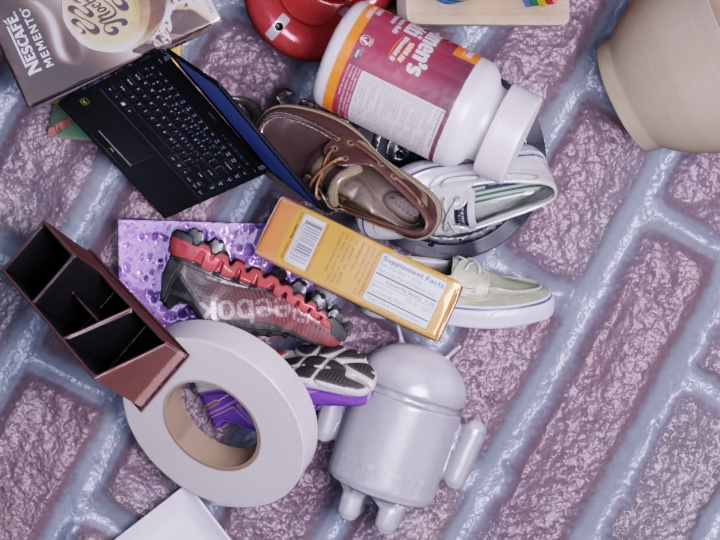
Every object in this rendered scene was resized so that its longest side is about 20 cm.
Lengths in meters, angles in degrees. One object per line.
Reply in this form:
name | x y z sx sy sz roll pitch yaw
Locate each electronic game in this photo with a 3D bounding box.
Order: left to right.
electronic game | 0.089 -0.110 1.632 0.199 0.042 0.201 0 100 0

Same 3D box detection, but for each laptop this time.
laptop | -0.159 -0.109 1.509 0.199 0.104 0.177 -22 131 22

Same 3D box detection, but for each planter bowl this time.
planter bowl | 0.316 -0.198 1.586 0.134 0.200 0.201 -24 97 24

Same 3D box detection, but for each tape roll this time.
tape roll | -0.138 0.142 1.575 0.202 0.037 0.204 12 124 19

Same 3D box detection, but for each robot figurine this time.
robot figurine | 0.038 0.159 1.611 0.169 0.113 0.201 18 92 5

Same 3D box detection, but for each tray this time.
tray | -0.223 0.318 1.645 0.200 0.022 0.108 -37 97 -2

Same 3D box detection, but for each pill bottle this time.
pill bottle | 0.064 -0.166 1.525 0.199 0.110 0.110 26 91 6

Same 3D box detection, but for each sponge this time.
sponge | -0.146 0.006 1.626 0.199 0.030 0.112 1 94 -6

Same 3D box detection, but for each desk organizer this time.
desk organizer | -0.255 0.040 1.535 0.072 0.200 0.077 -49 140 0

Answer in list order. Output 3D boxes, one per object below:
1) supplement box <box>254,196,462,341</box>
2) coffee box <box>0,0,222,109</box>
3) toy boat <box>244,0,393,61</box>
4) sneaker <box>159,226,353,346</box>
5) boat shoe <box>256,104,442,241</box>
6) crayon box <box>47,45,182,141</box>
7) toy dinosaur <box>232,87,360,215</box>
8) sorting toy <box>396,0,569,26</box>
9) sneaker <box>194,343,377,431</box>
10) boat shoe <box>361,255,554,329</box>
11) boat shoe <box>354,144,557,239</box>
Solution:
supplement box | 0.000 0.000 1.574 0.199 0.067 0.069 28 89 5
coffee box | -0.244 -0.243 1.523 0.199 0.080 0.114 -25 96 -3
toy boat | -0.024 -0.297 1.564 0.130 0.131 0.200 43 89 -6
sneaker | -0.109 0.038 1.581 0.200 0.071 0.098 25 91 -4
boat shoe | -0.015 -0.091 1.510 0.200 0.072 0.072 35 103 4
crayon box | -0.237 -0.224 1.591 0.126 0.051 0.201 6 94 -6
toy dinosaur | -0.058 -0.117 1.589 0.199 0.077 0.103 24 100 6
sorting toy | 0.133 -0.341 1.566 0.199 0.069 0.200 -5 95 -32
sneaker | -0.069 0.123 1.600 0.199 0.081 0.084 -4 110 30
boat shoe | 0.098 0.018 1.624 0.199 0.072 0.062 1 110 -3
boat shoe | 0.094 -0.071 1.562 0.199 0.067 0.074 -20 129 -6
